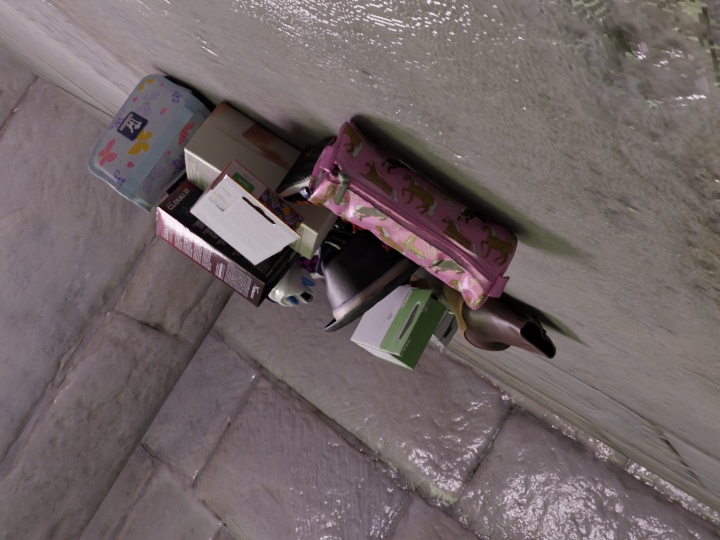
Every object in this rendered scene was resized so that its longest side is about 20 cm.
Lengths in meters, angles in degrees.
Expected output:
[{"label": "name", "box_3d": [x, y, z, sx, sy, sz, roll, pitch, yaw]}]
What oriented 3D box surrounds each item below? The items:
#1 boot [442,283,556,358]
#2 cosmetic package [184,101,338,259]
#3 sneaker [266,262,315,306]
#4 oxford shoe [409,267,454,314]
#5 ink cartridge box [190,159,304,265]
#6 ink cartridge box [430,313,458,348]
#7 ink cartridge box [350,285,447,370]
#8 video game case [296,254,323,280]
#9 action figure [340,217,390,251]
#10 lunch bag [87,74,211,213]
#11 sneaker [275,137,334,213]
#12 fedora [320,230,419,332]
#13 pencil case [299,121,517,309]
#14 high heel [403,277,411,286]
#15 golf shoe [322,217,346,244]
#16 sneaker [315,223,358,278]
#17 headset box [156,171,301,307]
[{"label": "boot", "box_3d": [0.212, 0.093, 1.151, 0.166, 0.073, 0.200, 32, 173, 45]}, {"label": "cosmetic package", "box_3d": [-0.121, -0.115, 1.035, 0.199, 0.088, 0.103, 34, 159, 1]}, {"label": "sneaker", "box_3d": [-0.138, 0.013, 1.229, 0.146, 0.081, 0.200, 37, 169, -2]}, {"label": "oxford shoe", "box_3d": [0.130, 0.037, 1.245, 0.075, 0.058, 0.200, 28, 175, 35]}, {"label": "ink cartridge box", "box_3d": [-0.128, -0.071, 0.939, 0.109, 0.051, 0.200, 40, 159, -13]}, {"label": "ink cartridge box", "box_3d": [0.113, 0.067, 1.524, 0.144, 0.084, 0.200, 32, 176, 17]}, {"label": "ink cartridge box", "box_3d": [0.063, 0.081, 1.173, 0.059, 0.105, 0.200, 33, 170, -17]}, {"label": "video game case", "box_3d": [-0.068, -0.005, 1.388, 0.198, 0.036, 0.181, -7, 176, -23]}, {"label": "action figure", "box_3d": [0.022, -0.059, 1.031, 0.065, 0.052, 0.200, 32, 180, -30]}, {"label": "lunch bag", "box_3d": [-0.294, -0.181, 1.137, 0.127, 0.170, 0.200, 37, 178, -19]}, {"label": "sneaker", "box_3d": [-0.034, -0.091, 0.896, 0.090, 0.070, 0.200, 37, 173, -14]}, {"label": "fedora", "box_3d": [0.000, 0.000, 1.119, 0.092, 0.200, 0.201, 53, 175, -1]}, {"label": "pencil case", "box_3d": [0.047, -0.048, 0.718, 0.199, 0.087, 0.083, 33, 145, -7]}, {"label": "high heel", "box_3d": [0.020, 0.014, 1.313, 0.199, 0.068, 0.096, -23, 145, 36]}, {"label": "golf shoe", "box_3d": [-0.095, -0.111, 1.227, 0.199, 0.078, 0.095, 24, 153, 55]}, {"label": "sneaker", "box_3d": [-0.063, -0.049, 1.265, 0.199, 0.071, 0.108, 24, -147, 30]}, {"label": "headset box", "box_3d": [-0.174, -0.071, 1.106, 0.199, 0.149, 0.075, 35, 147, 4]}]
